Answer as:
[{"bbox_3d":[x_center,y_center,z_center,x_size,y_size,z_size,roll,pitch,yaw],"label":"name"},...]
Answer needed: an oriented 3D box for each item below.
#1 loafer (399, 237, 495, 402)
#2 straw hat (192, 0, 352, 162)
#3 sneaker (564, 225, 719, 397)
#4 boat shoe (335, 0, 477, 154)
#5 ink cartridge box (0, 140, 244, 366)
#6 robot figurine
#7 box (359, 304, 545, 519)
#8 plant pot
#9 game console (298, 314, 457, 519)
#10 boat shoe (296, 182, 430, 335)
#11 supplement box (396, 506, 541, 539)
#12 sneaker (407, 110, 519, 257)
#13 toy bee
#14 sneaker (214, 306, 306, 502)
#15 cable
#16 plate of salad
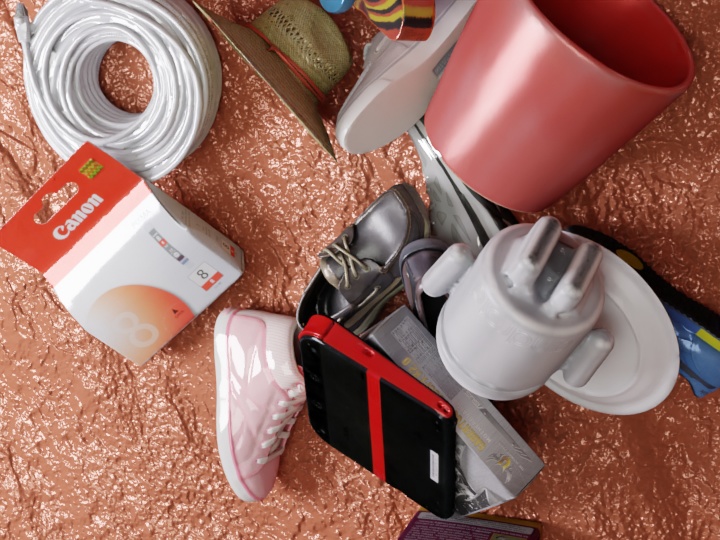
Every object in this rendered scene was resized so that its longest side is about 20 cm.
[{"bbox_3d":[0.084,0.062,1.569,0.072,0.063,0.200,-18,127,10],"label":"loafer"},{"bbox_3d":[-0.058,-0.200,1.541,0.085,0.201,0.201,-42,89,0],"label":"straw hat"},{"bbox_3d":[0.254,0.040,1.548,0.200,0.066,0.079,38,117,5],"label":"sneaker"},{"bbox_3d":[0.040,-0.192,1.519,0.068,0.072,0.200,38,88,34],"label":"boat shoe"},{"bbox_3d":[-0.238,-0.013,1.660,0.200,0.050,0.162,35,117,-29],"label":"ink cartridge box"},{"bbox_3d":[0.134,0.037,1.450,0.169,0.113,0.200,34,143,3],"label":"robot figurine"},{"bbox_3d":[0.065,0.138,1.597,0.200,0.048,0.158,49,157,-2],"label":"box"},{"bbox_3d":[0.158,-0.160,1.463,0.200,0.200,0.177,40,123,4],"label":"plant pot"},{"bbox_3d":[0.019,0.137,1.587,0.177,0.031,0.200,31,151,22],"label":"game console"},{"bbox_3d":[0.000,0.000,1.583,0.075,0.073,0.200,52,135,25],"label":"boat shoe"},{"bbox_3d":[0.090,0.314,1.607,0.130,0.200,0.104,7,107,18],"label":"supplement box"},{"bbox_3d":[0.069,-0.053,1.577,0.115,0.076,0.201,-31,96,22],"label":"sneaker"},{"bbox_3d":[-0.005,-0.279,1.486,0.200,0.131,0.109,24,115,28],"label":"toy bee"},{"bbox_3d":[-0.084,0.136,1.682,0.104,0.075,0.201,1,101,24],"label":"sneaker"},{"bbox_3d":[-0.233,-0.185,1.646,0.199,0.069,0.201,5,108,16],"label":"cable"},{"bbox_3d":[0.202,0.043,1.522,0.200,0.048,0.201,27,139,26],"label":"plate of salad"}]
